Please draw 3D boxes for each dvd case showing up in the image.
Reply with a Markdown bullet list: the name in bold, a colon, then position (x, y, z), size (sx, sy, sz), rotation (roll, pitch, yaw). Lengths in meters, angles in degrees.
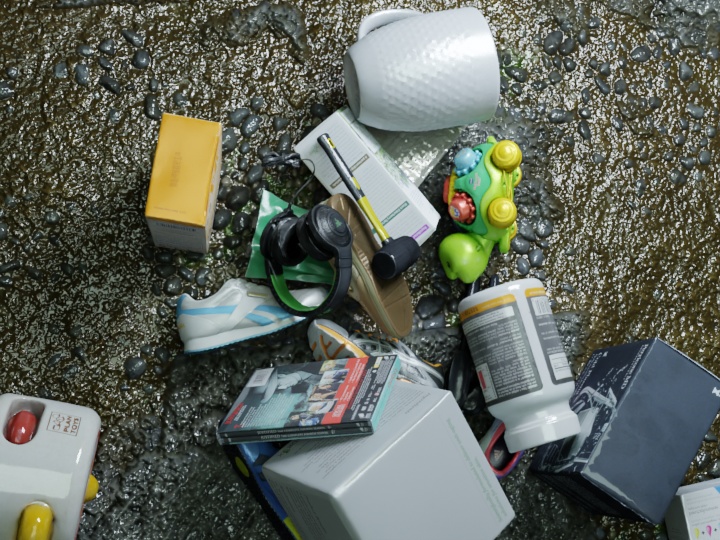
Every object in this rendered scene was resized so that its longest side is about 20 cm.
- **dvd case**: position (-0.060, 0.155, 1.289), size (0.199, 0.146, 0.022), rotation (-7, 115, 19)

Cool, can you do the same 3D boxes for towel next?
- **towel**: position (0.068, -0.203, 1.459), size (0.132, 0.034, 0.200), rotation (40, 78, -2)

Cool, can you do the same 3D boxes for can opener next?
- **can opener**: position (0.156, 0.096, 1.422), size (0.063, 0.079, 0.201), rotation (16, 70, -1)

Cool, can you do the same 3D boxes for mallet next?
- **mallet**: position (0.010, -0.086, 1.340), size (0.066, 0.041, 0.201), rotation (-21, 82, -50)

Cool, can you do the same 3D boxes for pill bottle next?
- **pill bottle**: position (0.202, 0.120, 1.339), size (0.116, 0.116, 0.201), rotation (-13, 79, -13)

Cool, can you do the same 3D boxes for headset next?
- **headset**: position (-0.077, -0.043, 1.291), size (0.094, 0.123, 0.201), rotation (-3, 87, -52)

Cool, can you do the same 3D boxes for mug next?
- **mug**: position (0.065, -0.272, 1.389), size (0.174, 0.148, 0.201), rotation (-12, 54, -11)

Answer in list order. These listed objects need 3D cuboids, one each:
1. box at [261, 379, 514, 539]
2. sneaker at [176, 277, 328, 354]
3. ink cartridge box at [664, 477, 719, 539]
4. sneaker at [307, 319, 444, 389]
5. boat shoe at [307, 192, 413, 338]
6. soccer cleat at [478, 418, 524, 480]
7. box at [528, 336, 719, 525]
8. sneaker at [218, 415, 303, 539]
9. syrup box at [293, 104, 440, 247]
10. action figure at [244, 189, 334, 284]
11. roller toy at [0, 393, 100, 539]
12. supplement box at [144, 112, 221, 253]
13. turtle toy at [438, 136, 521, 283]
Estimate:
- **box**: position (0.033, 0.265, 1.271), size (0.200, 0.171, 0.200), rotation (-38, 111, -25)
- **sneaker**: position (-0.137, 0.046, 1.361), size (0.199, 0.077, 0.081), rotation (-15, 85, -15)
- **ink cartridge box**: position (0.490, 0.390, 1.442), size (0.114, 0.068, 0.201), rotation (-10, 84, -12)
- **sneaker**: position (0.021, 0.119, 1.390), size (0.199, 0.078, 0.077), rotation (33, 52, -3)
- **boat shoe**: position (0.000, 0.000, 1.359), size (0.071, 0.064, 0.201), rotation (-32, 95, -53)
- **soccer cleat**: position (0.216, 0.192, 1.412), size (0.068, 0.073, 0.201), rotation (35, 77, -4)
- **box**: position (0.340, 0.207, 1.372), size (0.124, 0.197, 0.201), rotation (34, 77, -5)
- **sneaker**: position (-0.103, 0.258, 1.347), size (0.078, 0.066, 0.201), rotation (-35, 91, -24)
- **syrup box**: position (0.012, -0.112, 1.390), size (0.081, 0.079, 0.200), rotation (-38, 97, 17)
- **action figure**: position (-0.048, -0.020, 1.399), size (0.199, 0.055, 0.119), rotation (16, 78, -16)
- **roller toy**: position (-0.372, 0.241, 1.226), size (0.139, 0.200, 0.184), rotation (12, 74, -10)
- **supplement box**: position (-0.212, -0.101, 1.301), size (0.073, 0.200, 0.127), rotation (9, 81, -6)
- **turtle toy**: position (0.159, -0.082, 1.417), size (0.100, 0.146, 0.201), rotation (5, 81, 9)
